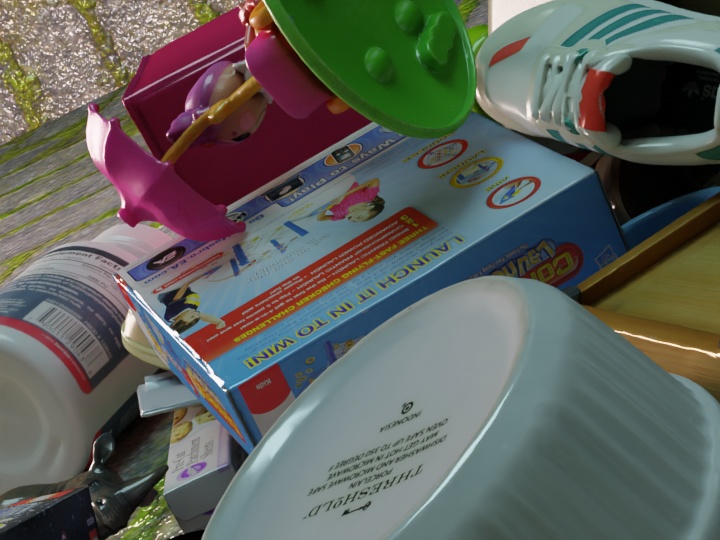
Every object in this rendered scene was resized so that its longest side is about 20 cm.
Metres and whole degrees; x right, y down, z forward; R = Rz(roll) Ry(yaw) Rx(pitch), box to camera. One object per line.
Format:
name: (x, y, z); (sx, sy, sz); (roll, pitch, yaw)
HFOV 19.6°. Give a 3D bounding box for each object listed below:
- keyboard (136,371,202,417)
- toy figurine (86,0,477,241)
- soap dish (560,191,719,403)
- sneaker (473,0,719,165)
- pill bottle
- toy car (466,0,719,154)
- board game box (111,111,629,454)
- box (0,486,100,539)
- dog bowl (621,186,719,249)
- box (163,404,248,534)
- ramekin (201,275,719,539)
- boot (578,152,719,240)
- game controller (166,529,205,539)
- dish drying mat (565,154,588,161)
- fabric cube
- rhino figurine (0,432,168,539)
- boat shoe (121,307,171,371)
keyboard: (-0.027, 0.050, 1.164); (0.199, 0.011, 0.056); (-14, 19, -6)
toy figurine: (-0.052, -0.098, 1.029); (0.184, 0.150, 0.200); (-35, 17, 33)
soap dish: (0.170, 0.023, 0.828); (0.157, 0.082, 0.200); (-32, 15, -16)
sneaker: (0.113, -0.087, 0.935); (0.199, 0.071, 0.093); (13, 14, 43)
pill bottle: (-0.184, 0.050, 1.339); (0.119, 0.120, 0.200); (-20, 15, 30)
toy car: (0.168, -0.144, 1.104); (0.199, 0.159, 0.164); (-5, 9, -29)
board game box: (0.000, 0.000, 1.015); (0.199, 0.056, 0.196); (-30, 25, -11)
box: (-0.204, 0.140, 0.903); (0.136, 0.038, 0.200); (-14, 0, 8)
dog bowl: (0.123, 0.024, 0.984); (0.200, 0.050, 0.111); (-34, 14, -25)
box: (-0.078, 0.096, 1.133); (0.041, 0.039, 0.200); (-26, 13, 5)
ramekin: (0.029, 0.090, 0.725); (0.202, 0.094, 0.203); (-39, 18, 15)
boot: (0.141, -0.033, 1.152); (0.097, 0.075, 0.200); (-38, 4, 25)
game controller: (-0.092, 0.160, 0.920); (0.104, 0.042, 0.200); (-30, 14, -8)
dish drying mat: (0.108, -0.047, 1.246); (0.018, 0.077, 0.200); (33, 53, 28)
fabric cube: (-0.020, -0.090, 1.371); (0.199, 0.197, 0.200); (-26, 14, 4)
rhino figurine: (-0.174, 0.143, 1.063); (0.200, 0.060, 0.087); (-33, 11, 23)
boat shoe: (-0.049, 0.020, 1.148); (0.200, 0.063, 0.073); (4, 24, 35)
